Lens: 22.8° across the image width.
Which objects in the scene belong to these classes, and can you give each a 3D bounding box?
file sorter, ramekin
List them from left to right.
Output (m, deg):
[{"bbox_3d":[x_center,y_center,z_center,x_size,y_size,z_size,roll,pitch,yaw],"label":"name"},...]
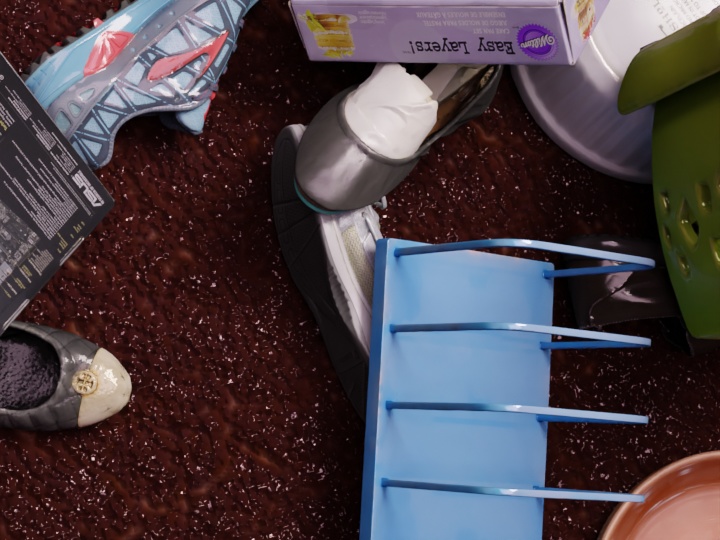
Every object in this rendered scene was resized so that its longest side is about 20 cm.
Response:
[{"bbox_3d":[0.093,0.085,1.068,0.138,0.122,0.201,8,83,-36],"label":"file sorter"},{"bbox_3d":[0.205,-0.164,1.184,0.201,0.094,0.204,2,79,-11],"label":"ramekin"}]

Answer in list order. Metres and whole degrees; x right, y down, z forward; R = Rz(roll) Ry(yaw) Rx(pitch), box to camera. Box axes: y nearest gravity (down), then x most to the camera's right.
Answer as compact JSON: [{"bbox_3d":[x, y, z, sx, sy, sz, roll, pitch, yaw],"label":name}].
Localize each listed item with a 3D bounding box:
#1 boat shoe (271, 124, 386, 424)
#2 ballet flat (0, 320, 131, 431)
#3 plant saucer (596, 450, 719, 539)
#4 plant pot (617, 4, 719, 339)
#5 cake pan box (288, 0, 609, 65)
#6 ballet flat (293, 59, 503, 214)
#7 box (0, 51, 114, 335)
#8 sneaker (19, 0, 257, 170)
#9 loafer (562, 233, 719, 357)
[{"bbox_3d":[0.001,0.000,1.128,0.064,0.074,0.203,-22,87,-26],"label":"boat shoe"},{"bbox_3d":[-0.236,0.054,1.077,0.199,0.057,0.067,14,78,-8],"label":"ballet flat"},{"bbox_3d":[0.239,0.218,1.151,0.199,0.032,0.202,2,79,-11],"label":"plant saucer"},{"bbox_3d":[0.275,-0.083,1.044,0.199,0.199,0.182,-23,90,-13],"label":"plant pot"},{"bbox_3d":[0.077,-0.204,1.107,0.183,0.053,0.200,5,45,27],"label":"cake pan box"},{"bbox_3d":[0.029,-0.106,1.110,0.068,0.068,0.200,43,44,5],"label":"ballet flat"},{"bbox_3d":[-0.253,-0.063,1.036,0.200,0.043,0.160,53,47,-21],"label":"box"},{"bbox_3d":[-0.118,-0.134,1.137,0.199,0.079,0.096,-34,100,-8],"label":"sneaker"},{"bbox_3d":[0.225,0.022,1.172,0.199,0.073,0.072,8,88,-5],"label":"loafer"}]
